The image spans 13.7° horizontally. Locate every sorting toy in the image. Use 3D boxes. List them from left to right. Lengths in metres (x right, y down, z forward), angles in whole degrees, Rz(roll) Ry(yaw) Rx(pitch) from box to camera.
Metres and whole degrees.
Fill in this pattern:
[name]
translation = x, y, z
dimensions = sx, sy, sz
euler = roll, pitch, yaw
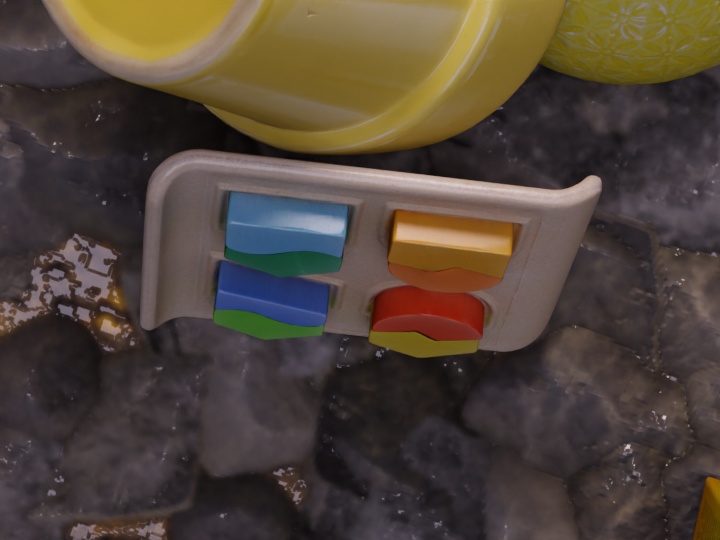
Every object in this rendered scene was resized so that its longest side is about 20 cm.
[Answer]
[sorting toy]
translation = 0.000, 0.000, 1.370
dimensions = 0.199, 0.185, 0.037
euler = 2, 68, -4

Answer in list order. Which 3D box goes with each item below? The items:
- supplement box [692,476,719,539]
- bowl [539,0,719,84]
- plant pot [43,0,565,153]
[supplement box]
translation = 0.215, 0.180, 1.394
dimensions = 0.108, 0.200, 0.110
euler = 11, 99, -4
[bowl]
translation = 0.131, -0.180, 1.377
dimensions = 0.199, 0.108, 0.201
euler = -1, 100, -3
[plant pot]
translation = -0.037, -0.146, 1.288
dimensions = 0.200, 0.189, 0.202
euler = 4, 98, 31
